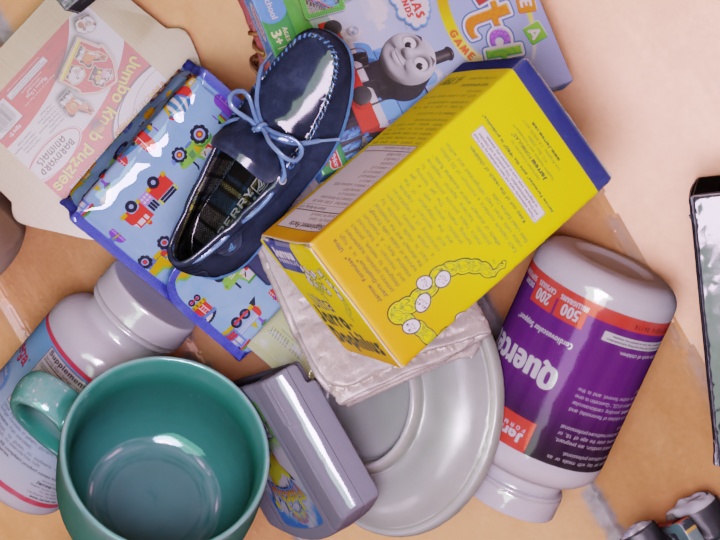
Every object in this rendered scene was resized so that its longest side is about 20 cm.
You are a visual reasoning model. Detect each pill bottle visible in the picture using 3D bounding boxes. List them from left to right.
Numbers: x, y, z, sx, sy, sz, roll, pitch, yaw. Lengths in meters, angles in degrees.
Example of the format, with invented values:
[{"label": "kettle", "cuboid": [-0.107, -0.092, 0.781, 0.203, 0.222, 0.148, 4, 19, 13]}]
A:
[{"label": "pill bottle", "cuboid": [-0.223, 0.090, 1.491, 0.109, 0.109, 0.200, 42, 105, 3]}, {"label": "pill bottle", "cuboid": [0.148, 0.083, 1.405, 0.112, 0.112, 0.200, 25, 104, 7]}]

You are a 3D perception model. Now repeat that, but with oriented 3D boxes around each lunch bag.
[{"label": "lunch bag", "cuboid": [-0.103, -0.038, 1.445, 0.200, 0.094, 0.151, 42, 89, -17]}]

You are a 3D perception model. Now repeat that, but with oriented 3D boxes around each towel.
[{"label": "towel", "cuboid": [-0.001, -0.009, 1.373, 0.133, 0.034, 0.200, -22, 75, -9]}]

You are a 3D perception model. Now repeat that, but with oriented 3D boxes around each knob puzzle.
[{"label": "knob puzzle", "cuboid": [-0.201, -0.112, 1.484, 0.220, 0.030, 0.220, 0, 92, -2]}]

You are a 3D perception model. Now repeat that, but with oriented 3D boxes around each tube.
[{"label": "tube", "cuboid": [0.000, 0.000, 1.422, 0.052, 0.058, 0.200, 42, 87, -3]}]

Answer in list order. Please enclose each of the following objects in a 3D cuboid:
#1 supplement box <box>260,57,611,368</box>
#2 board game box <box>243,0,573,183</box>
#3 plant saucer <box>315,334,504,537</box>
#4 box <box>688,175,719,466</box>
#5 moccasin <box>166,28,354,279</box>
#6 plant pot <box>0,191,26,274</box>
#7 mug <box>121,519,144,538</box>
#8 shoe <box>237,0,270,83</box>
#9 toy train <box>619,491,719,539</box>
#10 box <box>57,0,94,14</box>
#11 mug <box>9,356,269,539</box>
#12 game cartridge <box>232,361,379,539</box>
[{"label": "supplement box", "cuboid": [0.051, -0.042, 1.293, 0.200, 0.109, 0.110, -41, 106, -13]}, {"label": "board game box", "cuboid": [0.034, -0.170, 1.376, 0.200, 0.037, 0.151, -22, 87, -11]}, {"label": "plant saucer", "cuboid": [0.017, 0.099, 1.416, 0.200, 0.050, 0.200, -8, 78, 42]}, {"label": "box", "cuboid": [0.344, 0.026, 1.345, 0.200, 0.124, 0.197, -5, 98, 13]}, {"label": "moccasin", "cuboid": [-0.068, -0.076, 1.316, 0.080, 0.068, 0.200, 32, 105, 22]}, {"label": "plant pot", "cuboid": [-0.376, -0.029, 1.467, 0.200, 0.177, 0.200, -41, 90, 16]}, {"label": "mug", "cuboid": [-0.163, 0.297, 1.521, 0.178, 0.133, 0.200, -28, 98, 46]}, {"label": "shoe", "cuboid": [-0.062, -0.171, 1.426, 0.200, 0.071, 0.091, 41, 100, -2]}, {"label": "toy train", "cuboid": [0.274, 0.264, 1.416, 0.114, 0.085, 0.200, -30, 86, -29]}, {"label": "box", "cuboid": [-0.193, -0.319, 1.428, 0.200, 0.044, 0.160, -40, 90, 7]}, {"label": "mug", "cuboid": [-0.157, 0.142, 1.402, 0.152, 0.114, 0.185, -24, 70, -21]}, {"label": "game cartridge", "cuboid": [-0.054, 0.140, 1.428, 0.040, 0.200, 0.133, -34, 94, -21]}]
